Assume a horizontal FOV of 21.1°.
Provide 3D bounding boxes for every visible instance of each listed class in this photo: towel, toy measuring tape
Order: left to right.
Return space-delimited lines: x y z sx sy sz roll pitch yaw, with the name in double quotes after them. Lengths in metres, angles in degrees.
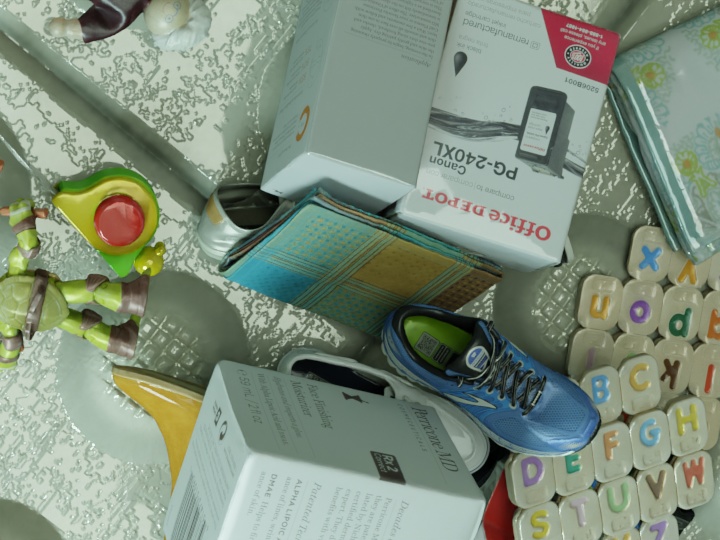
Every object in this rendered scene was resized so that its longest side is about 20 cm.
-0.222 -0.076 1.570 0.074 0.074 0.200 -43 110 -6 "toy measuring tape"
0.000 0.000 1.600 0.199 0.146 0.022 21 53 -31 "towel"
0.324 -0.127 1.722 0.170 0.048 0.201 -26 99 -14 "towel"

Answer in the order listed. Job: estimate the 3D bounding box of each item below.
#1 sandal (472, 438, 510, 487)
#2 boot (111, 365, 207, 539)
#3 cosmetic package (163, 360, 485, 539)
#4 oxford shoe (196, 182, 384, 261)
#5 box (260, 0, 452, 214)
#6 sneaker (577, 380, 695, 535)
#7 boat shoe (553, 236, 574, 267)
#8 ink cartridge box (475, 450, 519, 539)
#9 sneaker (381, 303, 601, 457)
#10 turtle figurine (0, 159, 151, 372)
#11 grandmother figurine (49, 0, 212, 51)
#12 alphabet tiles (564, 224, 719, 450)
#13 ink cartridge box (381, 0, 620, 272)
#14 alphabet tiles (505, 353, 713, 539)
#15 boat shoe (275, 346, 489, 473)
0.095 0.159 1.704 0.200 0.043 0.076 -42 105 -6 "sandal"
-0.143 0.174 1.629 0.200 0.071 0.145 24 90 -21 "boot"
-0.034 0.195 1.539 0.198 0.165 0.166 13 109 -19 "cosmetic package"
-0.039 -0.049 1.621 0.198 0.076 0.058 -6 135 -12 "oxford shoe"
-0.001 -0.158 1.564 0.097 0.124 0.202 17 74 -16 "box"
0.239 0.168 1.726 0.082 0.071 0.200 -36 117 -9 "sneaker"
0.112 -0.079 1.661 0.060 0.074 0.201 -35 102 -8 "boat shoe"
0.144 0.273 1.679 0.161 0.050 0.201 32 82 -52 "ink cartridge box"
0.103 0.089 1.575 0.199 0.089 0.079 27 81 9 "sneaker"
-0.252 0.015 1.551 0.160 0.065 0.201 11 117 -10 "turtle figurine"
-0.211 -0.239 1.562 0.199 0.061 0.122 30 98 -14 "grandmother figurine"
0.285 0.062 1.756 0.198 0.015 0.197 7 95 -16 "alphabet tiles"
0.115 -0.114 1.587 0.144 0.083 0.202 16 83 -10 "ink cartridge box"
0.217 0.178 1.658 0.199 0.015 0.197 -15 104 -23 "alphabet tiles"
0.020 0.125 1.648 0.199 0.065 0.074 20 85 -5 "boat shoe"
